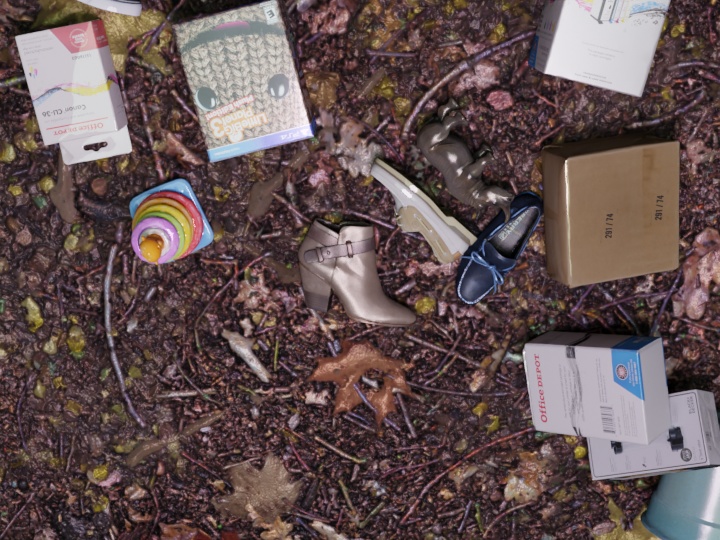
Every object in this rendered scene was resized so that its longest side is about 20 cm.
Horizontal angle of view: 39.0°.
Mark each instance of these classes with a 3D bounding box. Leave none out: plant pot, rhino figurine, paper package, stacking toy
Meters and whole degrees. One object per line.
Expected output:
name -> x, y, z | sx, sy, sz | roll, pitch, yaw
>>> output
plant pot -> 0.566, 0.331, 1.618 | 0.199, 0.200, 0.198 | 9, 99, -3
rhino figurine -> 0.161, -0.153, 1.522 | 0.087, 0.060, 0.200 | -35, 96, 16
paper package -> 0.373, -0.092, 1.516 | 0.189, 0.104, 0.201 | -9, 107, -8
stacking toy -> -0.293, -0.049, 1.489 | 0.109, 0.200, 0.117 | -23, 107, 7

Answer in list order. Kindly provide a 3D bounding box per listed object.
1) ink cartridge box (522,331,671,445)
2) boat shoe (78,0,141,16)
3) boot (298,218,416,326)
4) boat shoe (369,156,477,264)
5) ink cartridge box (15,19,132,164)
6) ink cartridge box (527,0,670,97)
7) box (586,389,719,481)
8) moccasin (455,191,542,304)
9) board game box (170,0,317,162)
ink cartridge box -> 0.360, 0.175, 1.557 | 0.199, 0.084, 0.146 | 1, 104, 43
boat shoe -> -0.400, -0.425, 1.446 | 0.199, 0.072, 0.068 | 24, 107, 0
boot -> 0.000, 0.000, 1.574 | 0.199, 0.070, 0.147 | 10, 105, -3
boat shoe -> 0.084, -0.088, 1.543 | 0.200, 0.075, 0.068 | 40, 101, -10
ink cartridge box -> -0.417, -0.256, 1.495 | 0.116, 0.068, 0.201 | -11, 107, 3
ink cartridge box -> 0.337, -0.365, 1.420 | 0.144, 0.147, 0.201 | 13, 106, -4
box -> 0.452, 0.258, 1.581 | 0.199, 0.060, 0.117 | -20, 68, 39
moccasin -> 0.207, -0.033, 1.562 | 0.080, 0.068, 0.201 | 27, 105, -8
board game box -> -0.165, -0.278, 1.473 | 0.158, 0.097, 0.201 | -14, 106, 4
